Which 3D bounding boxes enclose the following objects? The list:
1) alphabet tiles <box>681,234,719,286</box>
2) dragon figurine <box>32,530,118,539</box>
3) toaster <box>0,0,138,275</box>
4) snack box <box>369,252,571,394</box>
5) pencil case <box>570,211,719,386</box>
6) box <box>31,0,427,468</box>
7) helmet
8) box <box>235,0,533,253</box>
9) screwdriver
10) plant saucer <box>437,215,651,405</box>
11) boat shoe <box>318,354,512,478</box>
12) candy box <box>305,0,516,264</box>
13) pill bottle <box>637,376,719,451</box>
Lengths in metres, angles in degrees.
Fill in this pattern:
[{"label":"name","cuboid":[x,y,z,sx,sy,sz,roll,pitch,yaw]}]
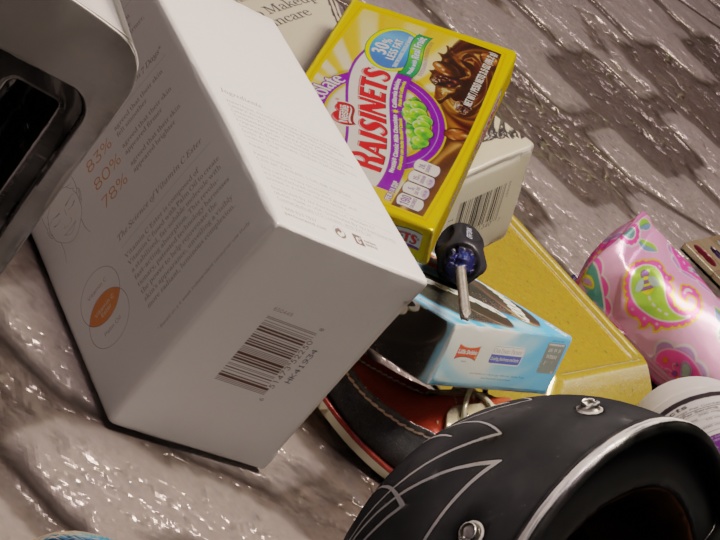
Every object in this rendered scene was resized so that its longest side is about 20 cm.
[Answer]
[{"label":"alphabet tiles","cuboid":[0.356,0.044,1.785,0.200,0.008,0.167,48,21,15]},{"label":"dragon figurine","cuboid":[-0.025,0.155,0.685,0.200,0.059,0.100,49,12,-18]},{"label":"toaster","cuboid":[-0.193,-0.086,0.816,0.180,0.200,0.119,28,20,-33]},{"label":"snack box","cuboid":[0.000,0.000,1.129,0.199,0.037,0.116,32,13,32]},{"label":"pencil case","cuboid":[0.219,0.056,1.425,0.200,0.088,0.087,45,21,11]},{"label":"box","cuboid":[-0.075,-0.030,1.014,0.097,0.125,0.201,21,29,-42]},{"label":"helmet","cuboid":[0.073,0.149,0.813,0.191,0.200,0.200,53,24,18]},{"label":"box","cuboid":[-0.003,-0.086,1.242,0.200,0.069,0.082,38,42,27]},{"label":"screwdriver","cuboid":[0.046,0.000,1.046,0.029,0.028,0.200,53,8,-2]},{"label":"plant saucer","cuboid":[0.085,0.025,1.293,0.200,0.049,0.200,49,21,18]},{"label":"boat shoe","cuboid":[0.063,0.090,1.107,0.199,0.063,0.071,33,24,-17]},{"label":"candy box","cuboid":[0.013,-0.078,1.157,0.101,0.027,0.200,17,35,7]},{"label":"pill bottle","cuboid":[0.201,0.129,1.185,0.111,0.112,0.200,36,11,-14]}]
